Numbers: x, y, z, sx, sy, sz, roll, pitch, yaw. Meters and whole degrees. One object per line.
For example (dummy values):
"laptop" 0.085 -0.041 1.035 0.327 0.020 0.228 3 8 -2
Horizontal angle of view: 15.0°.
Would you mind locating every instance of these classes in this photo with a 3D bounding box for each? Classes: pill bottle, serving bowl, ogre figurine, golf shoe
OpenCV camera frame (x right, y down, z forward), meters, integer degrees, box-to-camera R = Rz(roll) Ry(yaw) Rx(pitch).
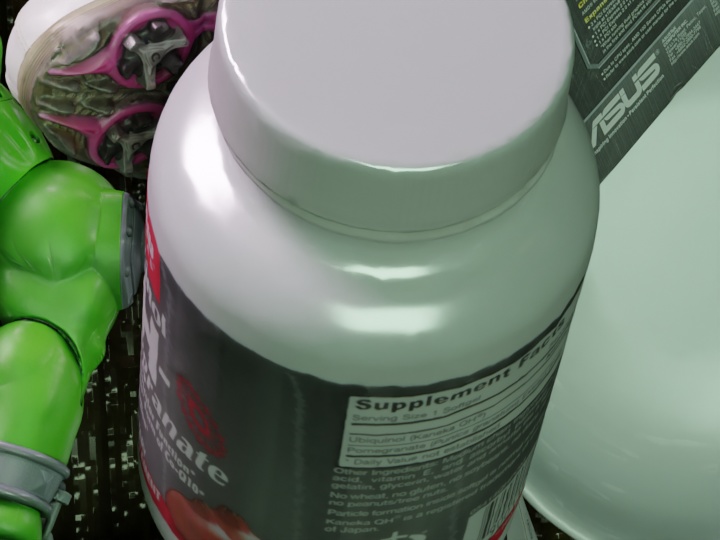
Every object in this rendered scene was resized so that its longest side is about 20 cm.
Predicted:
"pill bottle" 0.000 0.000 0.692 0.110 0.111 0.200 -5 147 -10
"serving bowl" 0.116 -0.007 0.850 0.199 0.066 0.201 -3 105 -11
"ogre figurine" -0.137 -0.011 0.737 0.120 0.200 0.098 -46 153 -14
"golf shoe" -0.027 -0.086 0.759 0.200 0.092 0.073 -25 147 -40

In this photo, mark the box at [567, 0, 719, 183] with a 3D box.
"box" 0.073 -0.141 0.731 0.200 0.048 0.159 -49 132 -22

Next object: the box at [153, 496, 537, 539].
"box" -0.034 0.139 0.828 0.199 0.060 0.117 -15 115 9
